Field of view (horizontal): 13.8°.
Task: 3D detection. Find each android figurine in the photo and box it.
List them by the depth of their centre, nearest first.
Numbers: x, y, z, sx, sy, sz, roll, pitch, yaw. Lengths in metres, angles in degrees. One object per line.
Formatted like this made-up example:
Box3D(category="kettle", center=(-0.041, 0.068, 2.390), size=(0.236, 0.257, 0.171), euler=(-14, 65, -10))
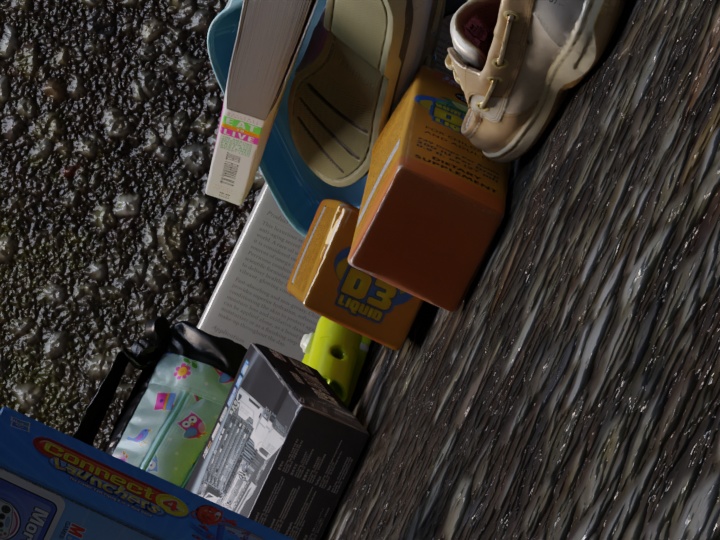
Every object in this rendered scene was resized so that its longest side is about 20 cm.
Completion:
Box3D(category="android figurine", center=(-0.038, 0.099, 1.947), size=(0.182, 0.041, 0.200), euler=(119, 172, -46))

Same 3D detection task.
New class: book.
Box3D(category="book", center=(-0.059, -0.128, 1.799), size=(0.200, 0.048, 0.134), euler=(117, 170, -77))

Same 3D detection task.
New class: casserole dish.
Box3D(category="casserole dish", center=(-0.020, -0.110, 1.971), size=(0.121, 0.200, 0.039), euler=(-20, 13, 27))

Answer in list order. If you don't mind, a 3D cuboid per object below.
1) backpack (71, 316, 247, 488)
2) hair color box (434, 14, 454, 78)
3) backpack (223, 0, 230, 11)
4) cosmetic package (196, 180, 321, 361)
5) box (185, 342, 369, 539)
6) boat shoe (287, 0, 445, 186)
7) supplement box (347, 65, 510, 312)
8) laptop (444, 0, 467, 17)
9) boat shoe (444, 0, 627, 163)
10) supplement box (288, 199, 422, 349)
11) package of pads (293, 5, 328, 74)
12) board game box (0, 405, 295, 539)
Box3D(category="backpack", center=(-0.129, 0.156, 2.065), size=(0.167, 0.126, 0.200), euler=(74, -145, -49))
Box3D(category="hair color box", center=(0.075, -0.211, 1.808), size=(0.064, 0.111, 0.200), euler=(-74, 10, -82))
Box3D(category="backpack", center=(0.006, -0.203, 2.051), size=(0.176, 0.200, 0.154), euler=(-80, 10, -74))
Box3D(category="cosmetic package", center=(-0.049, 0.008, 2.164), size=(0.200, 0.101, 0.071), euler=(-63, 4, 20))
Box3D(category="box", center=(-0.072, 0.158, 1.775), size=(0.200, 0.050, 0.158), euler=(-65, 16, 6))
Box3D(category="boat shoe", center=(0.012, -0.122, 1.741), size=(0.068, 0.075, 0.200), euler=(-36, -16, -30))
Box3D(category="supplement box", center=(0.041, -0.049, 1.626), size=(0.200, 0.066, 0.069), euler=(-80, 16, -71))
Box3D(category="laptop", center=(0.058, -0.260, 1.701), size=(0.200, 0.178, 0.103), euler=(-27, -11, 23))
Box3D(category="boat shoe", center=(0.079, -0.117, 1.513), size=(0.200, 0.069, 0.074), euler=(125, 169, -66))
Box3D(category="supplement box", center=(0.000, 0.000, 1.755), size=(0.200, 0.066, 0.069), euler=(-178, 112, -86))
Box3D(category="package of pads", center=(0.052, -0.186, 1.884), size=(0.076, 0.120, 0.200), euler=(-125, 61, -85))
Box3D(category="board game box", center=(-0.126, 0.195, 1.442), size=(0.056, 0.196, 0.200), euler=(-74, 10, -66))
